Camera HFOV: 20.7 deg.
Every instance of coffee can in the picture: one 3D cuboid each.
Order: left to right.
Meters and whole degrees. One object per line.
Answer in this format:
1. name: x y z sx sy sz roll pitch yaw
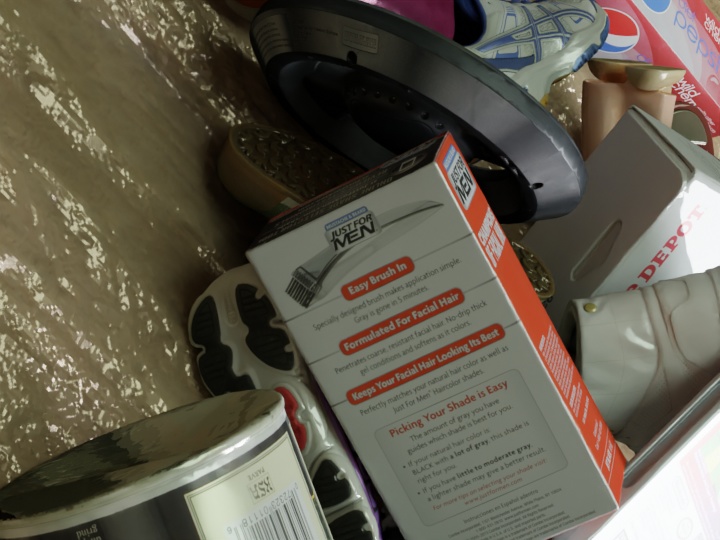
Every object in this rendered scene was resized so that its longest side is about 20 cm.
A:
1. coffee can: -0.068 0.173 0.891 0.146 0.146 0.201 -29 101 -50

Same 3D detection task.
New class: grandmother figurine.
1. grandmother figurine: 0.162 -0.034 1.265 0.060 0.121 0.201 1 101 -22

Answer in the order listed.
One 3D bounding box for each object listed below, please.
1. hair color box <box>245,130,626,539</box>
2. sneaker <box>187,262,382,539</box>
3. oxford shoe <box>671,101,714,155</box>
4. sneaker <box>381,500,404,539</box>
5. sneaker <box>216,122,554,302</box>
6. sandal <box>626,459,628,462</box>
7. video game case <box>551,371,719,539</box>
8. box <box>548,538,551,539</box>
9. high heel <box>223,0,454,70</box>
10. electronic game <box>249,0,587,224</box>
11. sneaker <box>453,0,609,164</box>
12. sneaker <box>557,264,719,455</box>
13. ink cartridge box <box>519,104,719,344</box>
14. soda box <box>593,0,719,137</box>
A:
1. hair color box: 0.041 0.045 0.997 0.200 0.111 0.064 61 18 -12
2. sneaker: -0.020 0.090 1.032 0.083 0.080 0.201 -15 90 -57
3. oxford shoe: 0.199 -0.019 1.336 0.070 0.075 0.201 -6 105 -29
4. sneaker: 0.035 0.153 1.093 0.088 0.074 0.200 37 54 -13
5. sneaker: 0.000 0.000 1.084 0.200 0.090 0.067 24 32 -12
6. sandal: 0.128 0.089 1.197 0.200 0.082 0.055 39 75 -39
7. video game case: 0.198 0.149 1.097 0.182 0.023 0.200 -41 134 -17
8. box: 0.175 0.213 1.211 0.200 0.100 0.075 37 53 -39
9. high heel: -0.021 -0.172 1.097 0.200 0.067 0.096 45 56 -41
10. electronic game: 0.030 -0.085 1.051 0.200 0.200 0.042 39 72 -37
11. sneaker: 0.092 -0.148 1.240 0.088 0.075 0.200 53 37 -11
12. sneaker: 0.158 0.082 1.128 0.074 0.115 0.201 -101 -176 -49
13. ink cartridge box: 0.199 0.012 1.187 0.200 0.145 0.084 26 20 -37
14. soda box: 0.196 -0.175 1.380 0.200 0.063 0.070 42 50 -34
